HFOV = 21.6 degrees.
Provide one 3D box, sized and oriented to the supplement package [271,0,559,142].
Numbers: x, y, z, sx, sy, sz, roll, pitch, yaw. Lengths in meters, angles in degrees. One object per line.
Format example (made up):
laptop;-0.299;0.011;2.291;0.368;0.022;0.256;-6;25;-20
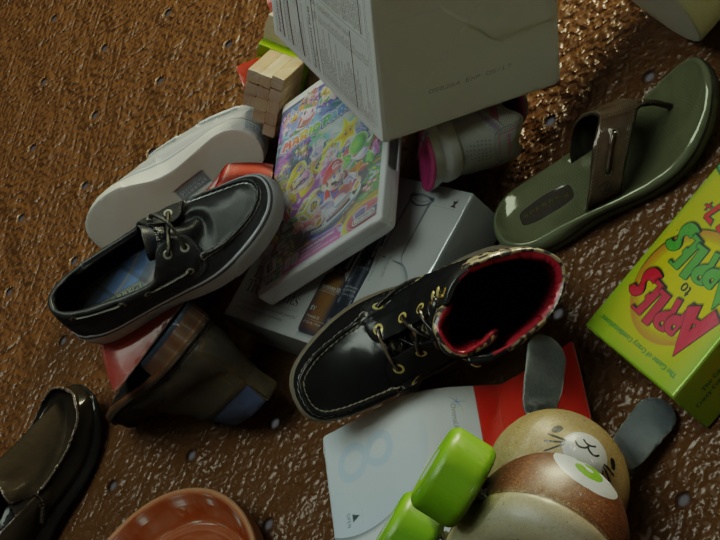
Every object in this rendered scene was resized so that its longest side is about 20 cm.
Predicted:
supplement package;0.033;-0.223;1.405;0.151;0.152;0.200;-20;37;-18

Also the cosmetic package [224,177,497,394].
cosmetic package;0.000;0.000;1.468;0.199;0.052;0.152;15;70;49

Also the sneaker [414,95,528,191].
sneaker;0.084;-0.130;1.468;0.087;0.082;0.201;-5;36;0

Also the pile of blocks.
pile of blocks;-0.059;-0.206;1.639;0.062;0.082;0.201;22;60;13

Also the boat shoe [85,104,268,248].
boat shoe;-0.161;-0.086;1.677;0.200;0.072;0.069;-37;20;28

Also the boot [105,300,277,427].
boot;-0.138;0.103;1.508;0.075;0.097;0.200;-56;5;-31

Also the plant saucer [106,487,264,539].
plant saucer;-0.145;0.263;1.428;0.199;0.032;0.202;-24;48;29

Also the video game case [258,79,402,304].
video game case;-0.020;-0.084;1.482;0.143;0.018;0.201;-32;39;38

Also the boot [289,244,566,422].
boot;0.047;0.041;1.291;0.199;0.074;0.151;-26;2;-9

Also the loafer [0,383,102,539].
loafer;-0.282;0.181;1.587;0.073;0.071;0.201;2;64;44

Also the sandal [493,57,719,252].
sandal;0.173;-0.080;1.354;0.200;0.057;0.080;-37;42;18

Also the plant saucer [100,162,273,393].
plant saucer;-0.145;-0.008;1.535;0.201;0.037;0.200;-53;6;6

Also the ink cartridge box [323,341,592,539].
ink cartridge box;0.068;0.146;1.296;0.199;0.047;0.161;-32;44;25

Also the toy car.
toy car;0.127;0.130;1.173;0.201;0.164;0.158;-58;-1;-39

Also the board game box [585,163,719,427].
board game box;0.250;-0.008;1.235;0.200;0.048;0.102;-50;40;2

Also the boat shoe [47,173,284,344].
boat shoe;-0.150;-0.014;1.413;0.199;0.066;0.070;-29;62;16

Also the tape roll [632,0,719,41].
tape roll;0.216;-0.283;1.352;0.139;0.202;0.203;-48;40;4
